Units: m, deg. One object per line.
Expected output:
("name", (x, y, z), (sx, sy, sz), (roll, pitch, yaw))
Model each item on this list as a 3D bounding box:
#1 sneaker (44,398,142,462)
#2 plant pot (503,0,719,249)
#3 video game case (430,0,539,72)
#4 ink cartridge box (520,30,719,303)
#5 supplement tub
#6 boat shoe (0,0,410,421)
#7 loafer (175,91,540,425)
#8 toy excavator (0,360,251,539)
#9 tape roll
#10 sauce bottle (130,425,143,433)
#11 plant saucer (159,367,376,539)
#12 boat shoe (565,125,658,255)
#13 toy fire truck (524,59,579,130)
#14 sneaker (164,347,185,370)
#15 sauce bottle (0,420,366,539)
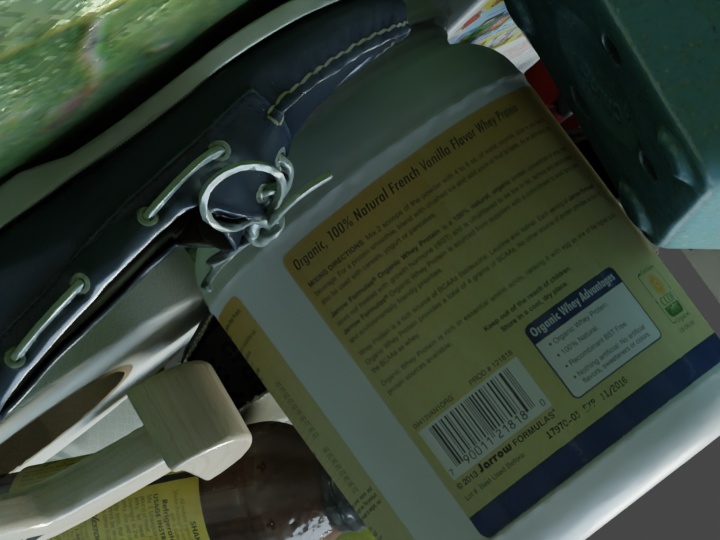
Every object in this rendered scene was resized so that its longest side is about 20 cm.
("sneaker", (-0.164, 0.118, 1.359), (0.200, 0.075, 0.081), (-39, -169, 4))
("plant pot", (0.162, -0.111, 1.039), (0.199, 0.197, 0.196), (-29, 173, -10))
("video game case", (0.063, -0.111, 1.236), (0.182, 0.023, 0.200), (-42, 172, 40))
("ink cartridge box", (0.167, -0.057, 1.174), (0.116, 0.200, 0.067), (-35, 173, -11))
("supplement tub", (0.030, 0.009, 1.094), (0.144, 0.200, 0.144), (-36, 174, -4))
("boat shoe", (-0.058, -0.026, 0.978), (0.200, 0.062, 0.075), (-36, 172, -18))
("loafer", (0.000, 0.000, 1.207), (0.200, 0.075, 0.070), (-47, 171, 18))
("toy excavator", (-0.158, 0.103, 1.107), (0.194, 0.100, 0.200), (-38, 168, 28))
("tape roll", (-0.147, 0.056, 1.239), (0.202, 0.037, 0.203), (-36, 174, -5))
("sauce bottle", (-0.027, 0.019, 1.318), (0.200, 0.066, 0.066), (-51, 177, -13))
("plant saucer", (-0.077, 0.106, 1.436), (0.200, 0.200, 0.031), (-34, 142, -23))
("boat shoe", (0.106, -0.033, 1.401), (0.061, 0.071, 0.201), (-66, 168, 20))
("toy fire truck", (0.129, -0.119, 1.418), (0.200, 0.049, 0.141), (-40, 173, 33))
("sneaker", (-0.007, 0.026, 1.405), (0.199, 0.116, 0.074), (-22, 134, 12))
("sauce bottle", (-0.058, 0.096, 1.208), (0.199, 0.065, 0.065), (-11, -176, 21))
